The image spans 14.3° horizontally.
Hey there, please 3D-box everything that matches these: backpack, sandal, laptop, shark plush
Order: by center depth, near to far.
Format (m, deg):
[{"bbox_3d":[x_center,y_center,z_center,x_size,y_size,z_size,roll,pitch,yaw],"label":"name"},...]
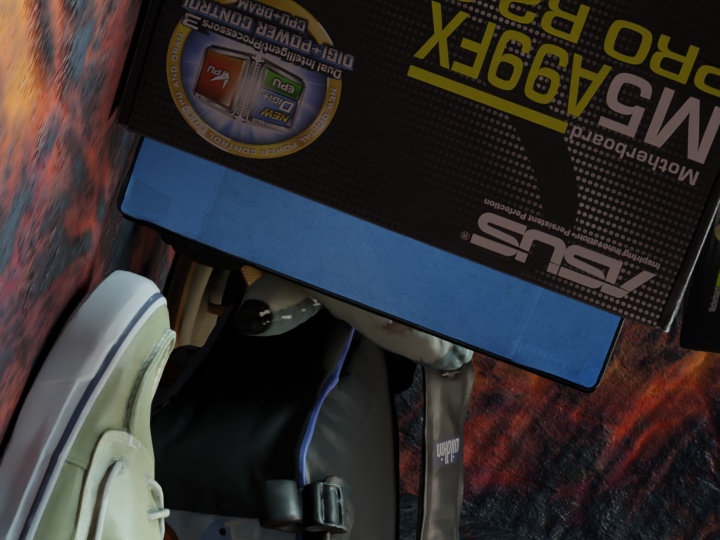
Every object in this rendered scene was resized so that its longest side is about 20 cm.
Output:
[{"bbox_3d":[0.031,-0.083,0.975,0.200,0.187,0.116,107,4,-58],"label":"laptop"},{"bbox_3d":[0.000,0.000,1.166,0.091,0.083,0.200,-62,-173,-2],"label":"shark plush"},{"bbox_3d":[-0.043,0.122,1.183,0.200,0.154,0.191,-53,138,-60],"label":"backpack"},{"bbox_3d":[-0.042,-0.024,1.309,0.200,0.054,0.080,-63,178,24],"label":"sandal"}]

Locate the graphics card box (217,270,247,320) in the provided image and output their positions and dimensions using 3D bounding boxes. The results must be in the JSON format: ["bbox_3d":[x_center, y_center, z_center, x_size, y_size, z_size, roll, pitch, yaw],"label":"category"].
[{"bbox_3d":[-0.046,-0.002,1.482,0.125,0.051,0.200,-52,164,-79],"label":"graphics card box"}]

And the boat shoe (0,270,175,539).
[{"bbox_3d":[-0.100,0.091,1.003,0.072,0.062,0.200,106,4,-59],"label":"boat shoe"}]

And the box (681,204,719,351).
[{"bbox_3d":[0.162,-0.074,1.133,0.200,0.044,0.161,87,10,-68],"label":"box"}]

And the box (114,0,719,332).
[{"bbox_3d":[0.037,-0.088,0.934,0.044,0.200,0.161,-63,174,-63],"label":"box"}]

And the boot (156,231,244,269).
[{"bbox_3d":[-0.024,-0.108,1.127,0.200,0.070,0.132,-58,-174,32],"label":"boot"}]
